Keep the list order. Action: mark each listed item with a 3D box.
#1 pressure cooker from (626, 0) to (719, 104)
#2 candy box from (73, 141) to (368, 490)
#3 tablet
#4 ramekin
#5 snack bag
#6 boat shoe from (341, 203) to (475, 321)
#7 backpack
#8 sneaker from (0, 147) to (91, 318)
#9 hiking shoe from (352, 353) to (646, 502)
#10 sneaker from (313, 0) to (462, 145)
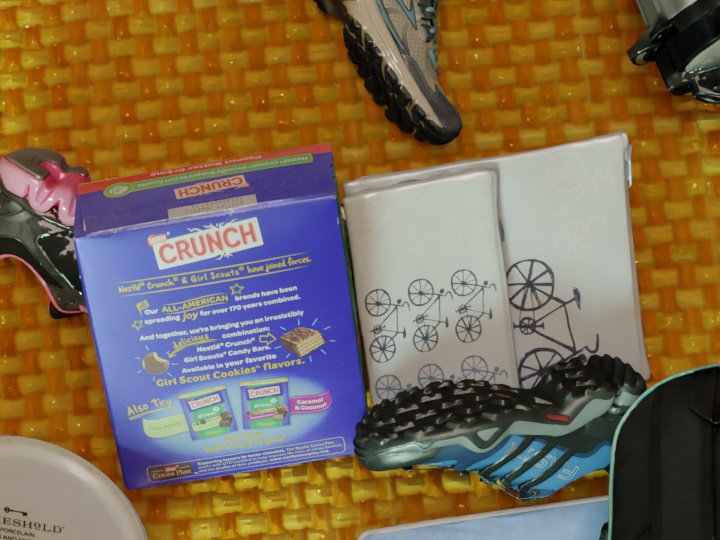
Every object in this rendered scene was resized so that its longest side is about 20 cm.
[{"bbox_3d":[0.261,-0.213,1.667,0.178,0.176,0.200,-14,76,-33],"label":"pressure cooker"},{"bbox_3d":[-0.086,0.031,1.602,0.169,0.200,0.077,-9,33,-2],"label":"candy box"},{"bbox_3d":[0.103,0.222,1.641,0.200,0.014,0.130,-8,75,-2],"label":"tablet"},{"bbox_3d":[-0.222,0.195,1.561,0.202,0.094,0.203,14,48,-16],"label":"ramekin"},{"bbox_3d":[0.094,0.015,1.637,0.200,0.021,0.189,-11,109,-9],"label":"snack bag"},{"bbox_3d":[0.001,0.000,1.673,0.200,0.073,0.063,28,86,-3],"label":"boat shoe"},{"bbox_3d":[0.244,0.164,1.569,0.176,0.153,0.200,-9,72,26],"label":"backpack"},{"bbox_3d":[-0.169,0.000,1.682,0.200,0.079,0.095,30,105,3],"label":"sneaker"},{"bbox_3d":[0.094,0.117,1.616,0.200,0.074,0.087,-8,112,-12],"label":"hiking shoe"},{"bbox_3d":[0.027,-0.182,1.717,0.086,0.078,0.200,-27,77,-10],"label":"sneaker"}]
